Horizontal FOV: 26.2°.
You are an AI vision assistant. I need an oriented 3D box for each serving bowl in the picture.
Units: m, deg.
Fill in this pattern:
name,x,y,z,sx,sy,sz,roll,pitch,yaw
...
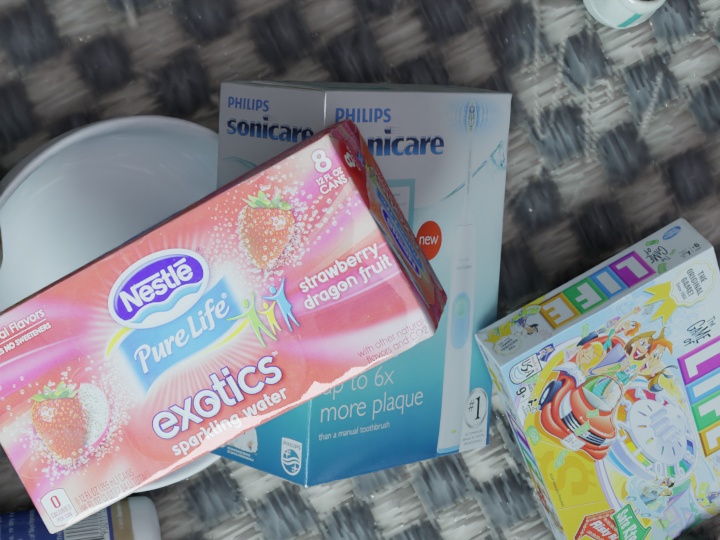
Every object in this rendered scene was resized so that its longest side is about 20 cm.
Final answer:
name,x,y,z,sx,sy,sz,roll,pitch,yaw
serving bowl,-0.130,0.014,0.834,0.199,0.066,0.201,-8,105,-33

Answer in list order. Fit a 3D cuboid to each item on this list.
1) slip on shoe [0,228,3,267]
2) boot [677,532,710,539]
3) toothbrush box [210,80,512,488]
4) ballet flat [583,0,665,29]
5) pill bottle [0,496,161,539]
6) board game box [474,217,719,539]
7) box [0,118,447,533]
name,x,y,z,sx,sy,sz,roll,pitch,yaw
slip on shoe,-0.220,-0.061,0.757,0.074,0.200,0.061,-29,132,2
boot,0.213,0.274,0.953,0.157,0.079,0.211,30,105,-26
toothbrush box,0.000,0.000,0.830,0.146,0.085,0.201,-4,100,-45
ballet flat,0.165,-0.236,0.865,0.069,0.069,0.201,5,98,-12
pill bottle,-0.204,0.190,0.839,0.199,0.111,0.112,-6,100,-10
board game box,0.156,0.082,0.890,0.134,0.034,0.200,-29,128,-6
box,-0.070,0.022,0.710,0.199,0.095,0.103,-27,94,10
